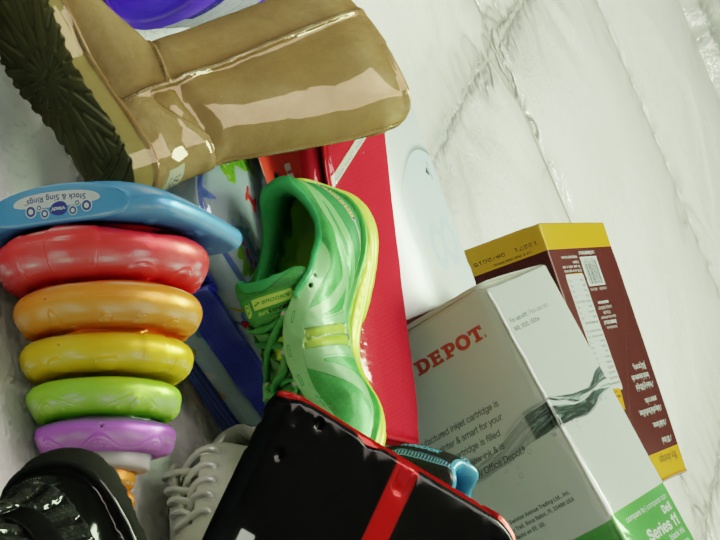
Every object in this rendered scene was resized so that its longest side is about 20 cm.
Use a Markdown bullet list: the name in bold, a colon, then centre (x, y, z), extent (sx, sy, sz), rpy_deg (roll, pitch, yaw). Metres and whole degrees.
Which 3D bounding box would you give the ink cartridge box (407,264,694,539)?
- **ink cartridge box**: centre (0.086, 0.117, 1.575), extent (0.083, 0.146, 0.200), rpy_deg (-21, 82, -57)

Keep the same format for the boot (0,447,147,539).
- **boot**: centre (-0.125, 0.190, 1.167), extent (0.212, 0.079, 0.158), rpy_deg (61, 15, -7)

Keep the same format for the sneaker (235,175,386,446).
- **sneaker**: centre (-0.035, 0.040, 1.405), extent (0.083, 0.074, 0.201), rpy_deg (30, 47, -43)

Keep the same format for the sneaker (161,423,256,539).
- **sneaker**: centre (-0.080, 0.132, 1.393), extent (0.071, 0.073, 0.200), rpy_deg (59, 10, -4)

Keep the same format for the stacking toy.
- **stacking toy**: centre (-0.126, 0.063, 1.300), extent (0.110, 0.116, 0.201), rpy_deg (26, 61, -64)

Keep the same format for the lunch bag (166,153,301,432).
- **lunch bag**: centre (-0.073, -0.001, 1.513), extent (0.200, 0.082, 0.161), rpy_deg (57, 21, -34)

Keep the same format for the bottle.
- **bottle**: centre (-0.094, -0.188, 1.643), extent (0.065, 0.083, 0.200), rpy_deg (70, 19, 1)

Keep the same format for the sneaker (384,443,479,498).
- **sneaker**: centre (0.040, 0.190, 1.412), extent (0.073, 0.082, 0.201), rpy_deg (-30, 109, -50)

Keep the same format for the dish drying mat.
- **dish drying mat**: centre (0.000, 0.000, 1.504), extent (0.077, 0.018, 0.201), rpy_deg (13, 65, -53)

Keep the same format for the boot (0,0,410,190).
- **boot**: centre (-0.092, -0.125, 1.439), extent (0.200, 0.066, 0.176), rpy_deg (-22, 79, -40)

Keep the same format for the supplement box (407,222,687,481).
- **supplement box**: centre (0.127, 0.081, 1.918), extent (0.197, 0.132, 0.201), rpy_deg (-3, 74, -71)

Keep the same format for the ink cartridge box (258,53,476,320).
- **ink cartridge box**: centre (0.001, -0.044, 1.563), extent (0.200, 0.047, 0.161), rpy_deg (-27, 98, -73)

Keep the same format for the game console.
- **game console**: centre (-0.018, 0.184, 1.320), extent (0.177, 0.031, 0.200), rpy_deg (31, 76, -26)
